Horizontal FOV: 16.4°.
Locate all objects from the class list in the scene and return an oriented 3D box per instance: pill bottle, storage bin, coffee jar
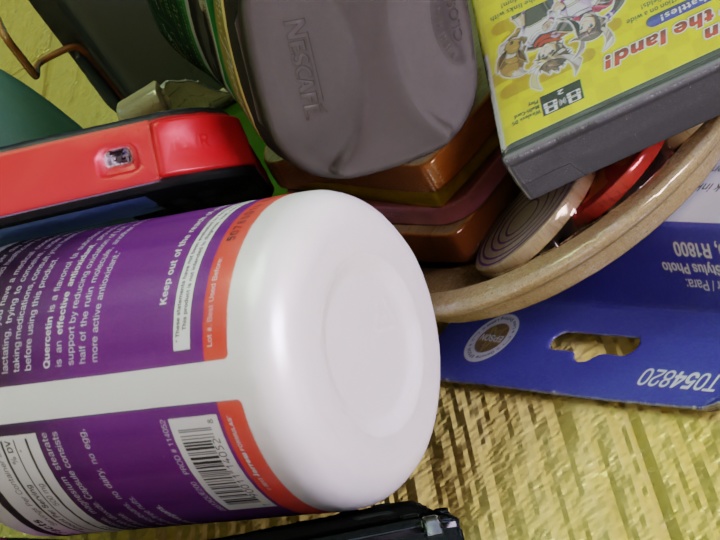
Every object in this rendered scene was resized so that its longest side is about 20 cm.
[{"bbox_3d":[-0.078,0.038,0.912,0.199,0.113,0.113,-8,34,33],"label":"pill bottle"},{"bbox_3d":[-0.112,-0.142,1.264,0.145,0.200,0.134,-34,31,1],"label":"storage bin"},{"bbox_3d":[-0.025,-0.107,0.941,0.085,0.105,0.200,-19,25,-11],"label":"coffee jar"}]

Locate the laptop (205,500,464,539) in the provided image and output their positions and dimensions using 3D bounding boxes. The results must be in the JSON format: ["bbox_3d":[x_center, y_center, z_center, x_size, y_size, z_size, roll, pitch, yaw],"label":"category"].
[{"bbox_3d":[-0.047,0.142,0.803,0.176,0.104,0.200,-10,-3,-5],"label":"laptop"}]

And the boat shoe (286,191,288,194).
[{"bbox_3d":[0.000,0.000,1.049,0.076,0.072,0.200,20,40,22],"label":"boat shoe"}]

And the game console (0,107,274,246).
[{"bbox_3d":[-0.135,-0.019,0.974,0.199,0.031,0.177,-12,-7,0],"label":"game console"}]

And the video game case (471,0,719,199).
[{"bbox_3d":[0.131,-0.133,0.898,0.199,0.026,0.181,-24,44,16],"label":"video game case"}]

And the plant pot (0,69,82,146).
[{"bbox_3d":[-0.207,-0.013,1.188,0.200,0.161,0.201,-29,32,20],"label":"plant pot"}]

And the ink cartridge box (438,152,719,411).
[{"bbox_3d":[0.125,-0.033,0.953,0.200,0.041,0.199,-46,25,-24],"label":"ink cartridge box"}]

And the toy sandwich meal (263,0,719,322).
[{"bbox_3d":[0.058,-0.061,0.957,0.205,0.070,0.205,-31,25,16],"label":"toy sandwich meal"}]

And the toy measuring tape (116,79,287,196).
[{"bbox_3d":[-0.051,-0.052,1.154,0.073,0.074,0.200,-28,-6,18],"label":"toy measuring tape"}]

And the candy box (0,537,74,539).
[{"bbox_3d":[-0.180,0.189,0.921,0.136,0.061,0.200,-4,37,48],"label":"candy box"}]
